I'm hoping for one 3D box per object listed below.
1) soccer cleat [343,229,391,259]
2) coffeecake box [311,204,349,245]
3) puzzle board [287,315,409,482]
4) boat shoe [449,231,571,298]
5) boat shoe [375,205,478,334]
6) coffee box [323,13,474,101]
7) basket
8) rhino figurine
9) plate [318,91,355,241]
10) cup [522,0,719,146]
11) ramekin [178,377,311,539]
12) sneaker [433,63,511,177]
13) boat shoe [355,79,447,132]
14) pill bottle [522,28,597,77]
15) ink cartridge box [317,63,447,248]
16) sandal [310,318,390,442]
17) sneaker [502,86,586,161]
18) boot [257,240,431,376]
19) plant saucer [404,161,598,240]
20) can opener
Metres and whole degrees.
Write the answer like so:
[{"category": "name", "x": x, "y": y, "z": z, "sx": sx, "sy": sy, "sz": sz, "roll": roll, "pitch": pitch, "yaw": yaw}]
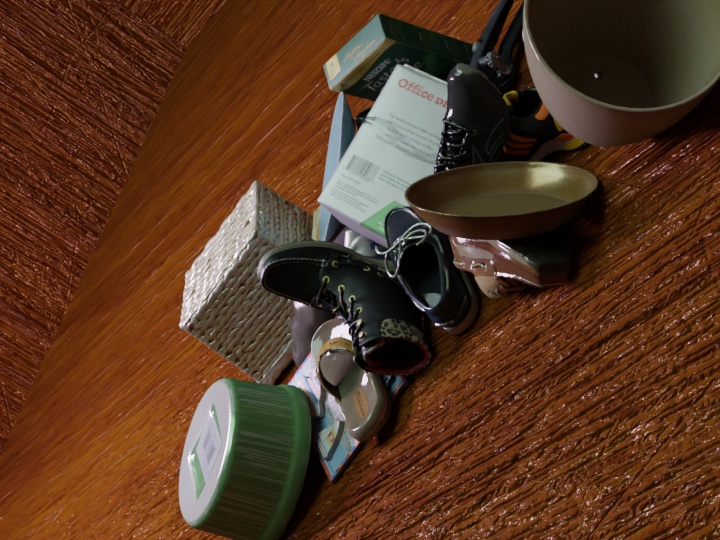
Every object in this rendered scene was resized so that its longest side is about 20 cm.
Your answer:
[{"category": "soccer cleat", "x": 0.000, "y": 0.000, "z": 1.846, "sx": 0.202, "sy": 0.086, "sz": 0.070, "roll": -64, "pitch": 19, "yaw": -17}, {"category": "coffeecake box", "x": 0.020, "y": -0.092, "z": 1.967, "sx": 0.200, "sy": 0.073, "sz": 0.154, "roll": -49, "pitch": 19, "yaw": 25}, {"category": "puzzle board", "x": -0.022, "y": 0.133, "z": 1.733, "sx": 0.151, "sy": 0.017, "sz": 0.200, "roll": -53, "pitch": 31, "yaw": 13}, {"category": "boat shoe", "x": 0.152, "y": -0.010, "z": 1.511, "sx": 0.200, "sy": 0.075, "sz": 0.075, "roll": -143, "pitch": 53, "yaw": -64}, {"category": "boat shoe", "x": 0.066, "y": -0.011, "z": 1.633, "sx": 0.075, "sy": 0.062, "sz": 0.201, "roll": -40, "pitch": 43, "yaw": 18}, {"category": "coffee box", "x": 0.062, "y": -0.265, "z": 1.934, "sx": 0.123, "sy": 0.198, "sz": 0.045, "roll": -36, "pitch": 58, "yaw": 37}, {"category": "basket", "x": -0.134, "y": 0.014, "z": 2.062, "sx": 0.200, "sy": 0.160, "sz": 0.199, "roll": -50, "pitch": 19, "yaw": 18}, {"category": "rhino figurine", "x": -0.058, "y": 0.044, "z": 1.852, "sx": 0.088, "sy": 0.059, "sz": 0.202, "roll": -93, "pitch": 5, "yaw": -52}, {"category": "plate", "x": -0.028, "y": -0.128, "z": 1.898, "sx": 0.200, "sy": 0.025, "sz": 0.203, "roll": -173, "pitch": 90, "yaw": -84}, {"category": "cup", "x": 0.245, "y": -0.199, "z": 1.413, "sx": 0.144, "sy": 0.198, "sz": 0.202, "roll": 95, "pitch": -164, "yaw": -63}, {"category": "ramekin", "x": -0.144, "y": 0.226, "z": 1.760, "sx": 0.200, "sy": 0.097, "sz": 0.202, "roll": -49, "pitch": 33, "yaw": 47}, {"category": "sneaker", "x": 0.120, "y": -0.131, "z": 1.608, "sx": 0.079, "sy": 0.202, "sz": 0.075, "roll": -38, "pitch": 45, "yaw": -26}, {"category": "boat shoe", "x": 0.078, "y": -0.217, "z": 1.895, "sx": 0.198, "sy": 0.069, "sz": 0.072, "roll": -29, "pitch": 29, "yaw": -19}, {"category": "pill bottle", "x": 0.267, "y": -0.319, "z": 1.620, "sx": 0.202, "sy": 0.114, "sz": 0.114, "roll": -63, "pitch": 19, "yaw": -15}, {"category": "ink cartridge box", "x": 0.065, "y": -0.127, "z": 1.779, "sx": 0.146, "sy": 0.083, "sz": 0.202, "roll": 29, "pitch": 85, "yaw": 28}, {"category": "sandal", "x": -0.020, "y": 0.115, "z": 1.676, "sx": 0.081, "sy": 0.054, "sz": 0.201, "roll": -51, "pitch": 32, "yaw": 18}, {"category": "sneaker", "x": 0.183, "y": -0.167, "z": 1.630, "sx": 0.200, "sy": 0.089, "sz": 0.071, "roll": -20, "pitch": 40, "yaw": 61}, {"category": "boot", "x": -0.015, "y": 0.042, "z": 1.661, "sx": 0.155, "sy": 0.201, "sz": 0.074, "roll": -97, "pitch": 20, "yaw": -56}, {"category": "plant saucer", "x": 0.144, "y": -0.069, "z": 1.501, "sx": 0.200, "sy": 0.197, "sz": 0.036, "roll": -122, "pitch": 25, "yaw": -70}, {"category": "can opener", "x": 0.176, "y": -0.291, "z": 1.894, "sx": 0.078, "sy": 0.063, "sz": 0.202, "roll": -33, "pitch": 31, "yaw": 53}]
